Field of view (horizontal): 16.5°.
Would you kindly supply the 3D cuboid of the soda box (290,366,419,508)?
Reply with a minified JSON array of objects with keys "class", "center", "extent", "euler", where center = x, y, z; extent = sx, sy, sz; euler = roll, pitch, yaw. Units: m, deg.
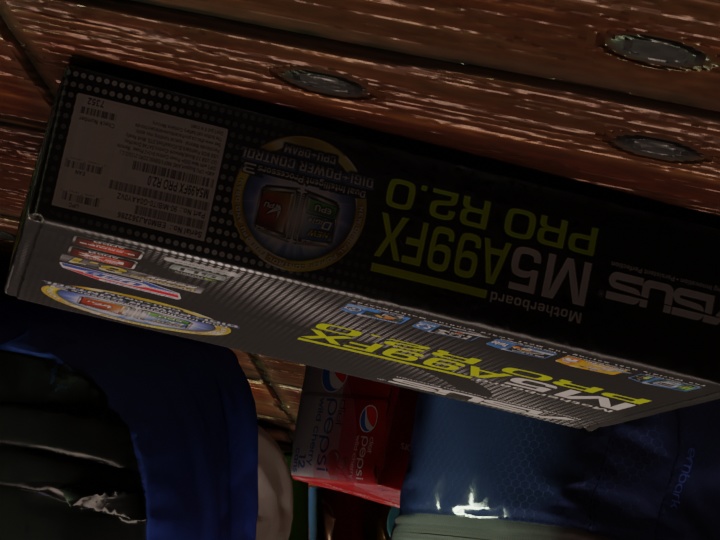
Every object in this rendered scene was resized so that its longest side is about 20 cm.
[{"class":"soda box","center":[0.070,0.080,1.038],"extent":[0.199,0.064,0.070],"euler":[18,169,-34]}]

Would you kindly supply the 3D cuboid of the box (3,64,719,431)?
[{"class":"box","center":[0.000,0.000,0.725],"extent":[0.199,0.044,0.160],"euler":[14,170,-9]}]

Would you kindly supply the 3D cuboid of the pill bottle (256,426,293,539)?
[{"class":"pill bottle","center":[-0.146,0.133,1.455],"extent":[0.199,0.111,0.111],"euler":[4,167,40]}]

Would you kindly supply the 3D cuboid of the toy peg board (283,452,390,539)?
[{"class":"toy peg board","center":[-0.031,0.160,1.601],"extent":[0.199,0.098,0.200],"euler":[0,180,-37]}]

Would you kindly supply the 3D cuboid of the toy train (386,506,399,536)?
[{"class":"toy train","center":[0.048,0.104,1.166],"extent":[0.116,0.084,0.200],"euler":[54,-169,-30]}]

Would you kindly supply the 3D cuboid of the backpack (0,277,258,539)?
[{"class":"backpack","center":[-0.135,0.078,1.023],"extent":[0.199,0.163,0.168],"euler":[6,-163,31]}]

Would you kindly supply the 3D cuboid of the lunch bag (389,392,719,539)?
[{"class":"lunch bag","center":[0.109,0.107,0.937],"extent":[0.200,0.133,0.136],"euler":[20,167,-37]}]
